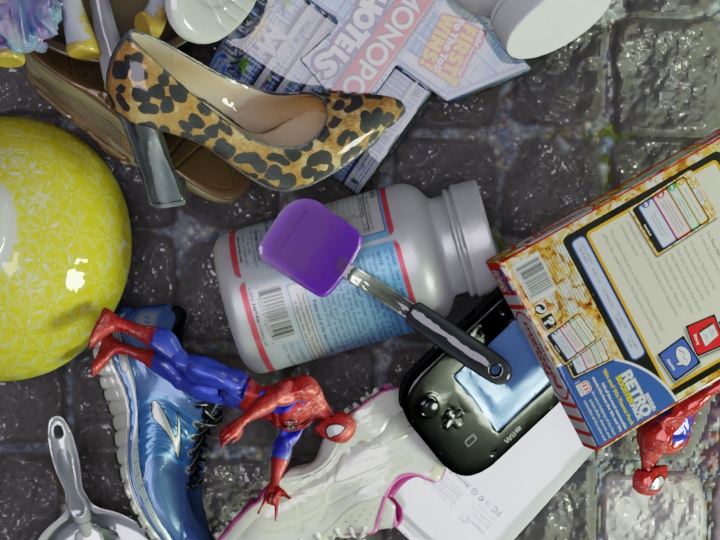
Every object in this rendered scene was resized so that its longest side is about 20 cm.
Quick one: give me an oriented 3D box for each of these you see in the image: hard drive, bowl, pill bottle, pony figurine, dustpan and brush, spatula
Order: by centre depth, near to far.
[{"bbox_3d":[-0.213,-0.239,1.404,0.166,0.192,0.202,-17,69,45],"label":"pony figurine"},{"bbox_3d":[0.023,0.020,1.414,0.199,0.021,0.057,33,95,-4],"label":"spatula"},{"bbox_3d":[0.094,-0.255,1.427,0.112,0.112,0.201,-30,70,5],"label":"pill bottle"},{"bbox_3d":[-0.277,-0.024,1.468,0.198,0.108,0.202,-2,81,15],"label":"bowl"},{"bbox_3d":[0.000,0.000,1.478,0.198,0.109,0.110,-15,93,3],"label":"pill bottle"},{"bbox_3d":[0.098,0.123,1.522,0.132,0.025,0.200,42,95,0],"label":"hard drive"},{"bbox_3d":[-0.204,0.205,1.526,0.138,0.057,0.202,-12,92,4],"label":"dustpan and brush"}]

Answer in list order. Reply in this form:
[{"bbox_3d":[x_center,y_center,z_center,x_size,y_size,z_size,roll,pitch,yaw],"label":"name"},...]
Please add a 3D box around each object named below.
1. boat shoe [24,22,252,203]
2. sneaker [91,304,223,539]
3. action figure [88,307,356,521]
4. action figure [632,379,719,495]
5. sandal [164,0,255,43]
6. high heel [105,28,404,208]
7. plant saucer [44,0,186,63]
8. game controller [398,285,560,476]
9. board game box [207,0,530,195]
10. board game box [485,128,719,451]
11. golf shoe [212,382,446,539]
[{"bbox_3d":[-0.165,-0.114,1.506,0.200,0.065,0.071,39,60,5],"label":"boat shoe"},{"bbox_3d":[-0.138,0.120,1.509,0.088,0.079,0.202,-14,92,6],"label":"sneaker"},{"bbox_3d":[-0.104,0.104,1.436,0.198,0.065,0.100,16,60,5],"label":"action figure"},{"bbox_3d":[0.252,0.076,1.490,0.051,0.065,0.201,29,93,-4],"label":"action figure"},{"bbox_3d":[-0.102,-0.242,1.456,0.050,0.083,0.204,-7,50,36],"label":"sandal"},{"bbox_3d":[-0.073,-0.125,1.402,0.198,0.072,0.143,-16,132,-2],"label":"high heel"},{"bbox_3d":[-0.186,-0.246,1.487,0.198,0.029,0.202,2,77,-10],"label":"plant saucer"},{"bbox_3d":[0.120,0.057,1.463,0.200,0.042,0.104,-42,112,-6],"label":"game controller"},{"bbox_3d":[0.016,-0.164,1.492,0.199,0.062,0.201,35,95,1],"label":"board game box"},{"bbox_3d":[0.212,0.012,1.424,0.199,0.046,0.152,-28,94,-7],"label":"board game box"},{"bbox_3d":[-0.025,0.173,1.485,0.200,0.075,0.092,-41,85,8],"label":"golf shoe"}]
